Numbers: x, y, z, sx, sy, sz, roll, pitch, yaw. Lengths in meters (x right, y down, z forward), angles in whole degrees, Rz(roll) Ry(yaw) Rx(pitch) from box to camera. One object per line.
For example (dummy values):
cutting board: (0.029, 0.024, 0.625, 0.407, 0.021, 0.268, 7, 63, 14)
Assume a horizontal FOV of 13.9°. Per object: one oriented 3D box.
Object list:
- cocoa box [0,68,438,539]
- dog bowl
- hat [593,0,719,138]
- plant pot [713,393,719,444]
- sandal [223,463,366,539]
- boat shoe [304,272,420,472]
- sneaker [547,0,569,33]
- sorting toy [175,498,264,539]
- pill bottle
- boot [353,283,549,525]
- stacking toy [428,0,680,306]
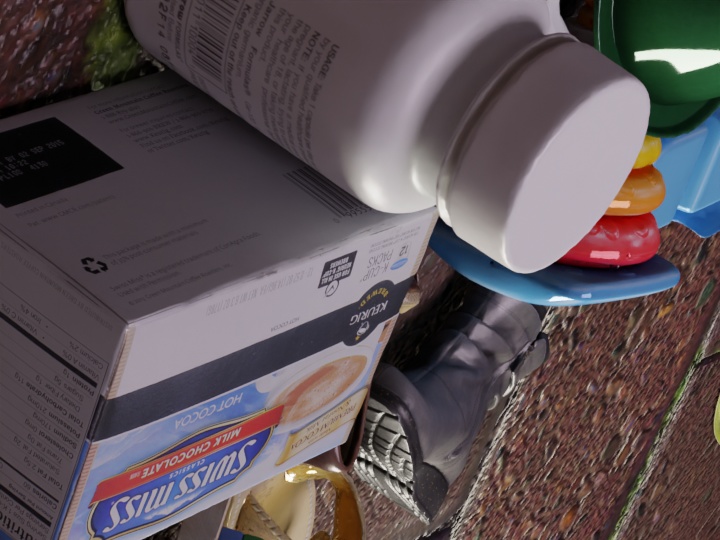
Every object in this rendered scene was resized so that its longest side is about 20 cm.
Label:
cocoa box: (-0.091, 0.015, 1.206, 0.200, 0.133, 0.131, -22, 140, -49)
dog bowl: (0.176, -0.067, 1.678, 0.200, 0.050, 0.112, -23, 141, -49)
hat: (0.224, -0.128, 1.409, 0.200, 0.176, 0.166, 32, 80, -56)
plant pot: (0.385, 0.093, 2.072, 0.200, 0.193, 0.201, -40, 152, -27)
sandal: (-0.032, 0.128, 1.525, 0.078, 0.070, 0.212, -42, 152, -25)
boat shoe: (0.000, 0.000, 1.402, 0.072, 0.072, 0.200, 1, 110, -60)
sneaker: (0.052, -0.112, 1.381, 0.086, 0.080, 0.200, -30, 133, -42)
sorting toy: (-0.086, 0.232, 1.446, 0.199, 0.069, 0.200, -73, -179, -54)
pill bottle: (0.012, -0.088, 1.183, 0.114, 0.200, 0.114, -41, 152, -27)
boot: (0.042, 0.049, 1.580, 0.132, 0.070, 0.200, -53, 166, -10)
stacking toy: (0.116, -0.089, 1.511, 0.110, 0.116, 0.200, -10, 116, -50)
